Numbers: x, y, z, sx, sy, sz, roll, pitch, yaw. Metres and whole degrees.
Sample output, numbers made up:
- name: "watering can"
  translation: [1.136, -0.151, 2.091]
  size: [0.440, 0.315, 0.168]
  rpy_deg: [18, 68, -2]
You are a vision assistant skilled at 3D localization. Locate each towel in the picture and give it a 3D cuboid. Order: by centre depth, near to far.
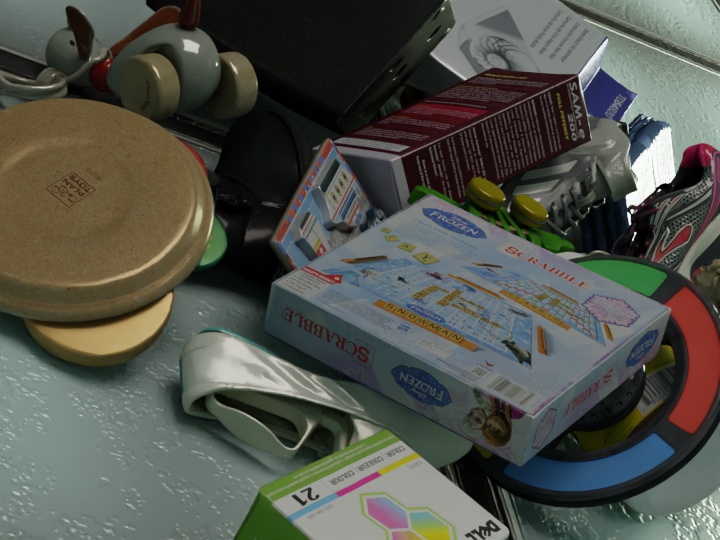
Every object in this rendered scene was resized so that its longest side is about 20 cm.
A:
- name: "towel"
  translation: [0.239, -0.064, 1.835]
  size: [0.048, 0.112, 0.200]
  rpy_deg: [-3, 16, 22]

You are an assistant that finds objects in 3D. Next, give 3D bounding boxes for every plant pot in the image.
- name: "plant pot"
  translation: [-0.032, -0.219, 1.684]
  size: [0.177, 0.200, 0.200]
  rpy_deg: [43, 1, 6]

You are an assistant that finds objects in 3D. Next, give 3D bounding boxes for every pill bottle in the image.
- name: "pill bottle"
  translation: [0.189, 0.077, 1.510]
  size: [0.109, 0.110, 0.200]
  rpy_deg: [7, 34, -39]

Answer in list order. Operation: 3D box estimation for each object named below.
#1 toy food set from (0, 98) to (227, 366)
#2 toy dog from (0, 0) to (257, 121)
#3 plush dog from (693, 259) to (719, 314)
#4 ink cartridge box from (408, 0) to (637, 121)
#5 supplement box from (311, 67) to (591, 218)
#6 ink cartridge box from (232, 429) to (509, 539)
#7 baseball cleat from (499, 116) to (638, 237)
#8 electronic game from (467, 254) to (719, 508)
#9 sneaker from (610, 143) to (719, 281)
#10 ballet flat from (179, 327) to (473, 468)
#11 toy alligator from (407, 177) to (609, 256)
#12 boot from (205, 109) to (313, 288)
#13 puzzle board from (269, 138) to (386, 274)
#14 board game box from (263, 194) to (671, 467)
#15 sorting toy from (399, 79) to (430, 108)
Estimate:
- name: "toy food set"
  translation: [-0.187, -0.037, 1.343]
  size: [0.199, 0.049, 0.198]
  rpy_deg: [24, 50, 13]
- name: "toy dog"
  translation: [-0.168, -0.172, 1.536]
  size: [0.199, 0.097, 0.132]
  rpy_deg: [12, 16, 25]
- name: "plush dog"
  translation: [0.347, 0.024, 1.776]
  size: [0.200, 0.161, 0.172]
  rpy_deg: [33, 1, -37]
- name: "ink cartridge box"
  translation: [0.146, -0.182, 1.833]
  size: [0.200, 0.041, 0.200]
  rpy_deg: [37, 41, 1]
- name: "supplement box"
  translation: [0.074, -0.100, 1.636]
  size: [0.199, 0.061, 0.109]
  rpy_deg: [-26, 22, -30]
- name: "ink cartridge box"
  translation: [0.038, 0.195, 1.179]
  size: [0.200, 0.076, 0.148]
  rpy_deg: [38, 27, 20]
- name: "baseball cleat"
  translation: [0.164, -0.059, 1.677]
  size: [0.106, 0.070, 0.200]
  rpy_deg: [5, 51, 29]
- name: "electronic game"
  translation: [0.158, 0.074, 1.426]
  size: [0.200, 0.200, 0.042]
  rpy_deg: [53, -5, 40]
- name: "sneaker"
  translation: [0.237, -0.017, 1.669]
  size: [0.075, 0.200, 0.081]
  rpy_deg: [51, -22, -22]
- name: "ballet flat"
  translation: [-0.026, 0.100, 1.317]
  size: [0.199, 0.070, 0.070]
  rpy_deg: [21, 27, -8]
- name: "toy alligator"
  translation: [0.125, -0.018, 1.568]
  size: [0.199, 0.059, 0.054]
  rpy_deg: [20, 26, -28]
- name: "boot"
  translation: [-0.116, -0.069, 1.499]
  size: [0.168, 0.077, 0.201]
  rpy_deg: [18, 34, -30]
- name: "puzzle board"
  translation: [0.000, 0.000, 1.477]
  size: [0.151, 0.017, 0.200]
  rpy_deg: [58, 20, -15]
- name: "board game box"
  translation: [0.073, 0.033, 1.356]
  size: [0.199, 0.041, 0.199]
  rpy_deg: [27, 32, 24]
- name: "sorting toy"
  translation: [0.038, -0.196, 1.897]
  size: [0.199, 0.070, 0.199]
  rpy_deg: [21, 27, -16]
